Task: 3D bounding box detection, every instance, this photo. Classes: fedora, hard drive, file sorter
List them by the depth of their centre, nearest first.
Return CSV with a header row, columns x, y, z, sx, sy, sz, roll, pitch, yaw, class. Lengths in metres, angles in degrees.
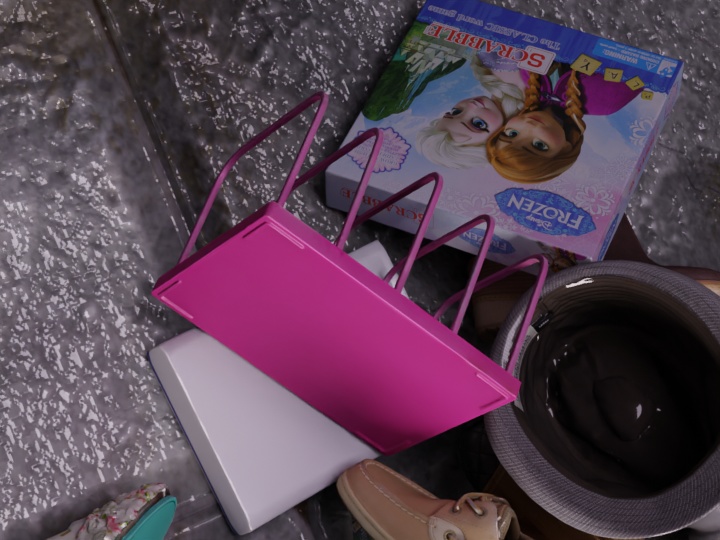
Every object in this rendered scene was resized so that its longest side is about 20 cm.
x,y,z,sx,sy,sz,roll,pitch,yaw,class
0.000,0.000,1.171,0.200,0.139,0.126,36,53,-20,file sorter
0.176,0.091,1.188,0.200,0.090,0.177,39,84,29,fedora
-0.034,0.074,1.222,0.200,0.025,0.132,-26,90,-39,hard drive

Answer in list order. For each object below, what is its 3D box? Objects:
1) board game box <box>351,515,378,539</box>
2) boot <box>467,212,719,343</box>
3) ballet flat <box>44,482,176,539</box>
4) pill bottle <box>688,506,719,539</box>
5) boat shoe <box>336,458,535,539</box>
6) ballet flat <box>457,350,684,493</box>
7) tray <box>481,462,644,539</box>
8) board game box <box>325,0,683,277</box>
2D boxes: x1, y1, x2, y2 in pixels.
x,y,z,sx,sy,sz,roll,pitch,yaw,class
0.041,0.225,1.149,0.105,0.023,0.200,43,15,-17,board game box
0.173,-0.033,1.308,0.072,0.199,0.167,50,43,-51,boot
-0.175,0.195,1.058,0.064,0.076,0.200,21,51,10,ballet flat
0.253,0.119,1.354,0.114,0.114,0.200,-31,92,-38,pill bottle
0.077,0.173,1.170,0.200,0.065,0.071,33,16,13,boat shoe
0.164,0.104,1.270,0.066,0.199,0.057,53,17,-58,ballet flat
0.149,0.211,1.190,0.037,0.099,0.200,5,33,-47,tray
0.105,-0.098,1.301,0.199,0.041,0.200,18,56,15,board game box
